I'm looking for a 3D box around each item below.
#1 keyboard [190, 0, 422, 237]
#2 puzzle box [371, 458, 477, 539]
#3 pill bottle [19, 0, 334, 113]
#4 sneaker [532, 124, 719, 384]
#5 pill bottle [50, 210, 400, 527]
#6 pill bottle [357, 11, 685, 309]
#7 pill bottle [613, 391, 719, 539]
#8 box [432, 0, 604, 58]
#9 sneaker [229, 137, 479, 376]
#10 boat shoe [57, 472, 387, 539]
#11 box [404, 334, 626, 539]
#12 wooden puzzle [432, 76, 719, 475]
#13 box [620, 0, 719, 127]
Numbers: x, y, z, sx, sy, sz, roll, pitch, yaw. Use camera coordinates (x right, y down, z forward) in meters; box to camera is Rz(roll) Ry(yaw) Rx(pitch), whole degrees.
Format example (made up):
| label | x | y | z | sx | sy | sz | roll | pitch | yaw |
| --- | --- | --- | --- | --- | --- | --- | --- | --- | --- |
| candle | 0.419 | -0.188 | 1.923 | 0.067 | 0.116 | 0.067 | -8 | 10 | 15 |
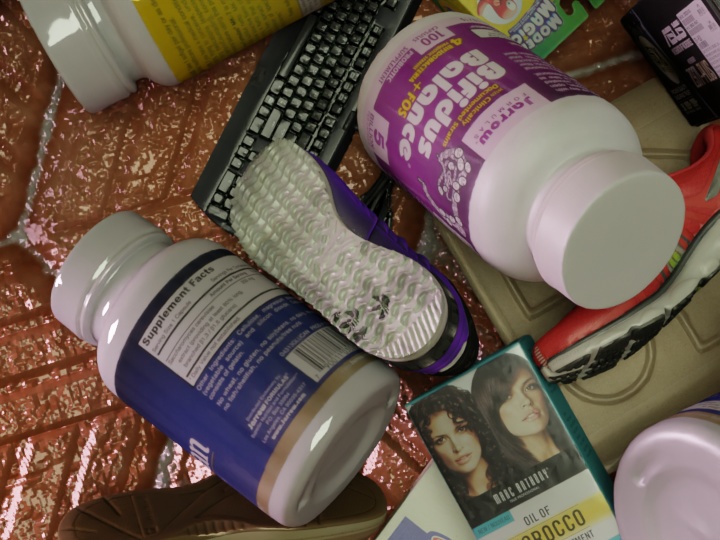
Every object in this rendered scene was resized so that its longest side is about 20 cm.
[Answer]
| label | x | y | z | sx | sy | sz | roll | pitch | yaw |
| --- | --- | --- | --- | --- | --- | --- | --- | --- | --- |
| keyboard | -0.014 | -0.100 | 0.887 | 0.127 | 0.021 | 0.201 | 26 | 85 | 2 |
| puzzle box | 0.091 | 0.221 | 0.852 | 0.200 | 0.025 | 0.133 | 38 | 85 | 3 |
| pill bottle | -0.102 | -0.184 | 0.843 | 0.199 | 0.114 | 0.115 | -28 | 85 | 0 |
| sneaker | 0.167 | -0.011 | 0.820 | 0.200 | 0.077 | 0.085 | -41 | 77 | -17 |
| pill bottle | -0.085 | 0.051 | 0.813 | 0.200 | 0.111 | 0.111 | 35 | 84 | 18 |
| pill bottle | 0.090 | -0.063 | 0.785 | 0.112 | 0.112 | 0.200 | -40 | 43 | -5 |
| pill bottle | 0.252 | 0.114 | 0.784 | 0.199 | 0.120 | 0.120 | -19 | 84 | -36 |
| box | 0.077 | -0.232 | 0.891 | 0.117 | 0.048 | 0.200 | -42 | 84 | -6 |
| sneaker | 0.000 | 0.001 | 0.827 | 0.070 | 0.099 | 0.200 | -49 | 52 | 8 |
| boat shoe | -0.082 | 0.166 | 0.839 | 0.199 | 0.071 | 0.065 | -6 | 119 | -10 |
| box | 0.112 | 0.146 | 0.813 | 0.082 | 0.049 | 0.201 | -30 | 85 | 13 |
| wooden puzzle | 0.170 | 0.002 | 0.871 | 0.185 | 0.046 | 0.201 | -30 | 81 | -5 |
| box | 0.248 | -0.167 | 0.762 | 0.163 | 0.200 | 0.086 | -35 | 91 | 3 |
